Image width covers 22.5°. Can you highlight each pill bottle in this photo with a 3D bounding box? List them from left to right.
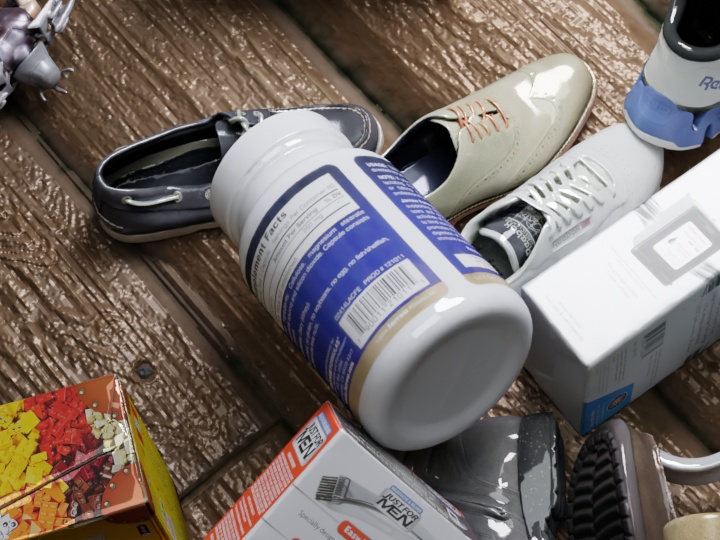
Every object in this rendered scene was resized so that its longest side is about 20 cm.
[{"bbox_3d":[0.000,0.000,1.059,0.115,0.116,0.200,-34,54,-11],"label":"pill bottle"}]

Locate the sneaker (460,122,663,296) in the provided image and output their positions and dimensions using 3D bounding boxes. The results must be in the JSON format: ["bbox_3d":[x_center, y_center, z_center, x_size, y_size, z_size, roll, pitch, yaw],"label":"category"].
[{"bbox_3d":[0.122,-0.030,1.149,0.200,0.081,0.076,-42,67,-17],"label":"sneaker"}]

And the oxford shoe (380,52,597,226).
[{"bbox_3d":[0.077,-0.082,1.179,0.200,0.074,0.071,-40,68,-13],"label":"oxford shoe"}]

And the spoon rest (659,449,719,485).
[{"bbox_3d":[0.251,0.056,1.098,0.200,0.099,0.061,-46,59,-4],"label":"spoon rest"}]

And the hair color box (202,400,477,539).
[{"bbox_3d":[-0.041,0.187,1.014,0.111,0.064,0.200,41,94,-15],"label":"hair color box"}]

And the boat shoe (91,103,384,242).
[{"bbox_3d":[-0.081,-0.071,1.192,0.199,0.063,0.073,-16,65,-3],"label":"boat shoe"}]

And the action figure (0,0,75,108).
[{"bbox_3d":[-0.281,-0.174,1.258,0.200,0.069,0.130,31,64,13],"label":"action figure"}]

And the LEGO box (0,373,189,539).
[{"bbox_3d":[-0.182,0.146,1.025,0.148,0.200,0.077,-15,65,-3],"label":"LEGO box"}]

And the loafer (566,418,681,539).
[{"bbox_3d":[0.174,0.185,1.054,0.071,0.073,0.201,-4,76,-25],"label":"loafer"}]

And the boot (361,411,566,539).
[{"bbox_3d":[0.056,0.179,1.074,0.131,0.070,0.201,-4,60,12],"label":"boot"}]

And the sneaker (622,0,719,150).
[{"bbox_3d":[0.253,-0.173,1.171,0.080,0.115,0.199,35,58,18],"label":"sneaker"}]

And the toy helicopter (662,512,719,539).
[{"bbox_3d":[0.232,0.159,0.958,0.132,0.200,0.079,-17,62,37],"label":"toy helicopter"}]

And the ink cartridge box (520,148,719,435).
[{"bbox_3d":[0.195,0.003,1.108,0.200,0.116,0.067,-34,66,-12],"label":"ink cartridge box"}]
